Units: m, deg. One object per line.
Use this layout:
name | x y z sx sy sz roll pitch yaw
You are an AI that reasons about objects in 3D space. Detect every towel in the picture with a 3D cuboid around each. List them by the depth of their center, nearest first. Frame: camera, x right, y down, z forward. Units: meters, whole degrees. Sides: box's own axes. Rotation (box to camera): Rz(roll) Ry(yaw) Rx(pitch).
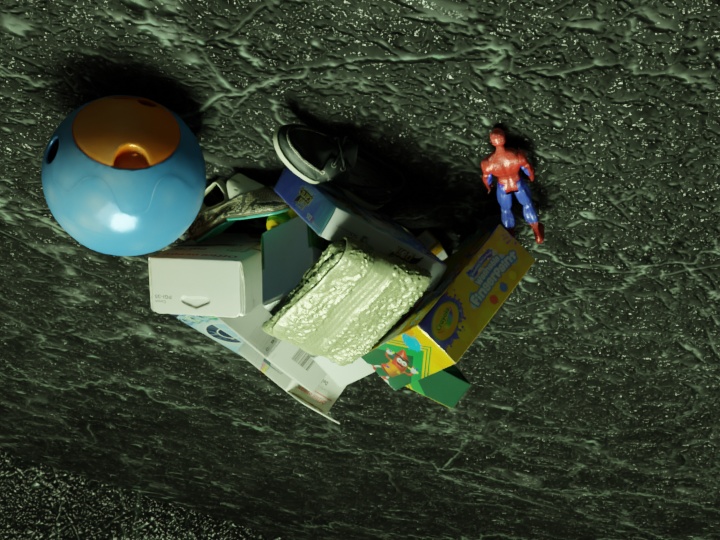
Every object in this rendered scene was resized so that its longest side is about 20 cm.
towel | -0.017 0.044 1.285 0.148 0.037 0.200 21 131 -27

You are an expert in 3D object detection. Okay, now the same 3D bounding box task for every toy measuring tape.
toy measuring tape | -0.101 -0.047 1.496 0.074 0.074 0.200 10 153 1

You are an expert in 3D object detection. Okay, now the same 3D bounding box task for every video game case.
video game case | -0.003 -0.059 1.344 0.181 0.045 0.200 25 -170 -29

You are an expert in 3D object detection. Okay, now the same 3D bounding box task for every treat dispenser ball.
treat dispenser ball | -0.294 -0.118 1.281 0.201 0.201 0.201 8 154 4

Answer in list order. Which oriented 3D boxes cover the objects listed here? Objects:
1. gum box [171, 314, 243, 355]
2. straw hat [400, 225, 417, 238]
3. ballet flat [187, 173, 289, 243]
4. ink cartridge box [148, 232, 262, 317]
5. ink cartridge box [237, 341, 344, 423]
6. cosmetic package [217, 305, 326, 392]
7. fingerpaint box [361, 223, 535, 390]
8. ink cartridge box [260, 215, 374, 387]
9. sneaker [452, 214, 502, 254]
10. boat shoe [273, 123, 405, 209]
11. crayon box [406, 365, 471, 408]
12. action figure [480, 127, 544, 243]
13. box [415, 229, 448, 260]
gum box | -0.209 0.089 1.836 0.170 0.045 0.200 -12 147 36
straw hat | 0.000 0.000 1.539 0.201 0.085 0.201 8 154 4
ballet flat | -0.183 -0.094 1.438 0.200 0.075 0.068 -16 -176 43
ink cartridge box | -0.199 0.002 1.499 0.146 0.083 0.200 2 -167 16
ink cartridge box | -0.105 0.173 1.740 0.200 0.067 0.117 31 176 45
cosmetic package | -0.126 0.097 1.565 0.108 0.085 0.200 41 174 -34
fingerpaint box | 0.115 0.051 1.349 0.073 0.200 0.167 45 149 -5
ink cartridge box | -0.050 0.042 1.410 0.083 0.147 0.200 -25 131 15
sneaker | 0.171 -0.016 1.461 0.086 0.078 0.200 8 154 11
boat shoe | -0.020 -0.137 1.290 0.066 0.075 0.199 -19 142 40
crayon box | 0.063 0.123 1.662 0.173 0.058 0.200 31 -170 -34
action figure | 0.191 -0.107 1.299 0.065 0.052 0.200 -9 143 13
box | 0.094 0.033 1.549 0.119 0.041 0.200 -39 146 -3
